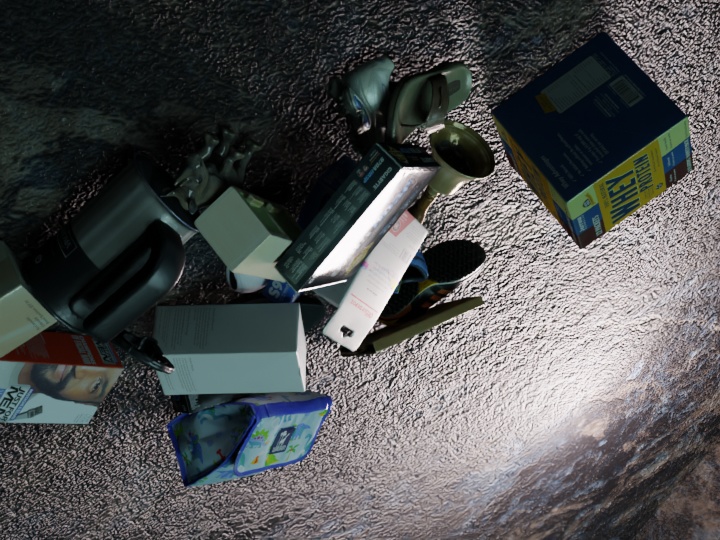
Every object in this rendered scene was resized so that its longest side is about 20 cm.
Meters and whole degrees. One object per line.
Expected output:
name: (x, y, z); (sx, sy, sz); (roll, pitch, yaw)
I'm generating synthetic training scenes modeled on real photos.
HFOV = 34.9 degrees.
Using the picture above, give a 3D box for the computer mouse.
computer mouse: (-0.139, -0.031, 1.520); (0.108, 0.044, 0.202); (-23, 145, -20)

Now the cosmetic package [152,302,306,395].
cosmetic package: (-0.175, 0.108, 1.547); (0.196, 0.086, 0.108); (-2, 143, 1)

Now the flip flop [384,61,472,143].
flip flop: (0.093, -0.207, 1.439); (0.199, 0.057, 0.082); (-33, 138, -45)

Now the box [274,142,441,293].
box: (0.000, -0.066, 1.386); (0.200, 0.046, 0.159); (-49, 167, 17)

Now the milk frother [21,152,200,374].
milk frother: (-0.253, 0.004, 1.343); (0.188, 0.181, 0.200); (-40, 151, 10)

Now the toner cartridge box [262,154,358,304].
toner cartridge box: (-0.061, -0.050, 1.529); (0.201, 0.043, 0.095); (-62, 174, 34)

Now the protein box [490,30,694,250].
protein box: (0.326, -0.183, 1.609); (0.199, 0.200, 0.135); (-35, 147, 1)

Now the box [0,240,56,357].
box: (-0.463, 0.065, 1.314); (0.199, 0.078, 0.095); (-34, 147, -3)

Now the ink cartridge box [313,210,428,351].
ink cartridge box: (0.000, 0.000, 1.571); (0.202, 0.067, 0.116); (-59, 150, -4)

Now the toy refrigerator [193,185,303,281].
toy refrigerator: (-0.118, -0.042, 1.368); (0.070, 0.076, 0.200); (-42, 168, 8)

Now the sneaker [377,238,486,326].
sneaker: (0.106, 0.021, 1.797); (0.198, 0.070, 0.090); (-29, 158, -7)

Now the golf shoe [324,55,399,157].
golf shoe: (0.030, -0.188, 1.454); (0.097, 0.078, 0.201); (-37, 148, -8)

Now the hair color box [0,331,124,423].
hair color box: (-0.416, 0.137, 1.461); (0.198, 0.064, 0.111); (8, 127, -48)

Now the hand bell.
hand bell: (0.096, -0.106, 1.617); (0.103, 0.105, 0.201); (-7, 147, -36)

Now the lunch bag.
lunch bag: (-0.159, 0.238, 1.712); (0.199, 0.129, 0.169); (-34, 161, 35)

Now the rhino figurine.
rhino figurine: (-0.175, -0.109, 1.305); (0.088, 0.059, 0.200); (-58, 177, 15)

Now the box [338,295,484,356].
box: (0.078, 0.089, 1.805); (0.198, 0.022, 0.163); (-21, -179, -21)

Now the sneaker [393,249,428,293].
sneaker: (0.015, -0.003, 1.665); (0.198, 0.079, 0.066); (-6, 140, -35)

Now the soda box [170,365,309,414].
soda box: (-0.179, 0.150, 1.669); (0.197, 0.064, 0.070); (-15, -177, -29)

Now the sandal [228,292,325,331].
sandal: (-0.125, 0.072, 1.656); (0.198, 0.048, 0.076); (-2, 135, -42)
